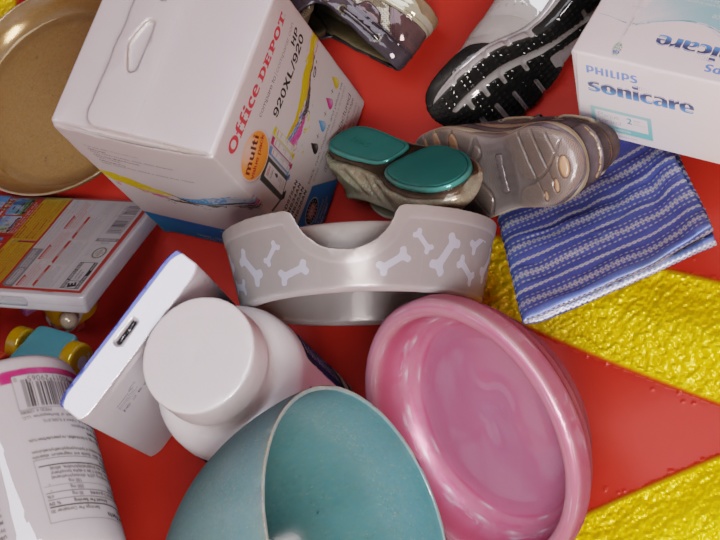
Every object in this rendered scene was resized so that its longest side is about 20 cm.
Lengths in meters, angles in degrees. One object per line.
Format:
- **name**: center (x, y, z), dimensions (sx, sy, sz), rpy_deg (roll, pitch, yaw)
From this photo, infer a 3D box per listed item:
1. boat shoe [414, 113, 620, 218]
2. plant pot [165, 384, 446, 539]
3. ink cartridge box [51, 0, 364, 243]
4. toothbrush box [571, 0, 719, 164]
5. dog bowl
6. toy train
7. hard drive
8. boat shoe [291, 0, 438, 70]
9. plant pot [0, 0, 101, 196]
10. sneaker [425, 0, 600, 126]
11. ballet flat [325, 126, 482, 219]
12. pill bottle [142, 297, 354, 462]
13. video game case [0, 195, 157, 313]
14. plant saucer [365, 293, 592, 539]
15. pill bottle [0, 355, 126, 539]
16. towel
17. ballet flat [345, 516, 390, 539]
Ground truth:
- **boat shoe**: center (0.115, -0.077, 1.289), dimensions (0.199, 0.073, 0.075), rpy_deg (7, 109, 56)
- **plant pot**: center (-0.050, 0.191, 1.133), dimensions (0.134, 0.200, 0.201), rpy_deg (-22, 61, 31)
- **ink cartridge box**: center (-0.111, -0.122, 1.338), dimensions (0.144, 0.200, 0.148), rpy_deg (12, 74, 24)
- **toothbrush box**: center (0.259, -0.181, 1.259), dimensions (0.146, 0.086, 0.201), rpy_deg (16, 55, 25)
- **dog bowl**: center (0.000, 0.000, 1.255), dimensions (0.199, 0.200, 0.059), rpy_deg (-5, 79, 18)
- **toy train**: center (-0.278, 0.054, 1.396), dimensions (0.149, 0.056, 0.201), rpy_deg (-15, 40, 1)
- **hard drive**: center (-0.144, 0.066, 1.274), dimensions (0.025, 0.200, 0.132), rpy_deg (35, 84, 14)
- **boat shoe**: center (-0.034, -0.220, 1.425), dimensions (0.199, 0.072, 0.065), rpy_deg (25, 74, 21)
- **plant pot**: center (-0.258, -0.152, 1.504), dimensions (0.199, 0.027, 0.201), rpy_deg (-7, 66, 17)
- **sneaker**: center (0.127, -0.187, 1.361), dimensions (0.200, 0.074, 0.080), rpy_deg (-40, 47, -4)
- **ballet flat**: center (0.039, -0.062, 1.297), dimensions (0.067, 0.063, 0.200), rpy_deg (-28, 25, -16)
- **pill bottle**: center (-0.077, 0.092, 1.238), dimensions (0.110, 0.200, 0.112), rpy_deg (-7, 66, 17)
- **video game case**: center (-0.278, -0.017, 1.418), dimensions (0.199, 0.018, 0.143), rpy_deg (3, 35, 21)
- **plant saucer**: center (0.087, 0.107, 1.202), dimensions (0.051, 0.201, 0.200), rpy_deg (-24, 53, -37)
- **pill bottle**: center (-0.230, 0.172, 1.229), dimensions (0.113, 0.113, 0.201), rpy_deg (-25, 65, 9)
- **towel**: center (0.168, -0.039, 1.238), dimensions (0.144, 0.024, 0.200), rpy_deg (-25, 23, 10)
- **ballet flat**: center (0.041, 0.215, 1.223), dimensions (0.063, 0.069, 0.200), rpy_deg (-25, 65, -30)
